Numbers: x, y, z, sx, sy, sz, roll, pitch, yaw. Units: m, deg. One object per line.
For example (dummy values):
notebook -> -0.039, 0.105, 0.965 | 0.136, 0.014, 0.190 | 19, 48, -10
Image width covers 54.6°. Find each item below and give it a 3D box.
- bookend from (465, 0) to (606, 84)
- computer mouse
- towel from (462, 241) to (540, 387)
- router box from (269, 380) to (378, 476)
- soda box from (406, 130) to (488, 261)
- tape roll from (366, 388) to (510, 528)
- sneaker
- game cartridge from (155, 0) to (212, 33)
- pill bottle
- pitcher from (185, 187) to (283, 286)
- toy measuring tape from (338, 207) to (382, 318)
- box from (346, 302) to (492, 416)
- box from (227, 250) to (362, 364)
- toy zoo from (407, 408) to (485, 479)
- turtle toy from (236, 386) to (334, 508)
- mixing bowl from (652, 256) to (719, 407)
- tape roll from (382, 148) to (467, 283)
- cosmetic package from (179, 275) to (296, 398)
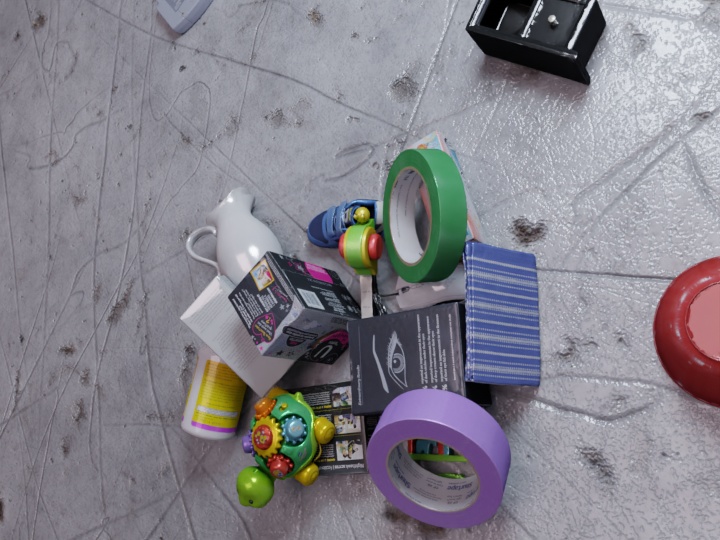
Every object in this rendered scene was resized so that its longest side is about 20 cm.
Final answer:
bookend -> 0.299, -0.422, 1.081 | 0.198, 0.092, 0.202 | 29, 96, 32
computer mouse -> 0.089, 0.028, 1.149 | 0.197, 0.044, 0.112 | -13, 72, 30
towel -> 0.206, 0.064, 1.017 | 0.024, 0.143, 0.204 | -16, 69, 56
router box -> -0.063, 0.271, 1.190 | 0.197, 0.051, 0.152 | -12, 75, 30
soda box -> 0.140, -0.119, 1.132 | 0.063, 0.068, 0.203 | -25, 68, 25
tape roll -> 0.110, 0.268, 0.987 | 0.196, 0.066, 0.203 | 11, 124, 17
sneaker -> -0.021, -0.087, 1.221 | 0.197, 0.082, 0.076 | -9, 77, 32
game cartridge -> -0.385, -0.651, 1.601 | 0.200, 0.040, 0.134 | -48, 56, 15
pill bottle -> -0.262, 0.205, 1.300 | 0.103, 0.104, 0.204 | 11, 86, 33
pitcher -> -0.240, -0.035, 1.323 | 0.170, 0.121, 0.202 | -35, 56, 6
toy measuring tape -> 0.000, 0.000, 1.131 | 0.072, 0.073, 0.205 | 4, 98, 33
box -> 0.087, 0.141, 1.066 | 0.197, 0.104, 0.151 | -11, 74, 31
box -> -0.099, 0.070, 1.167 | 0.115, 0.199, 0.133 | -46, 60, 17
toy zoo -> 0.134, 0.233, 1.091 | 0.129, 0.020, 0.204 | -7, 76, 31
turtle toy -> -0.139, 0.293, 1.143 | 0.144, 0.100, 0.203 | 25, 96, 34
mixing bowl -> 0.460, 0.069, 0.866 | 0.197, 0.108, 0.205 | -8, 75, 31
tape roll -> 0.094, -0.083, 1.067 | 0.200, 0.047, 0.205 | 177, 90, -69
cosmetic package -> -0.206, 0.113, 1.222 | 0.200, 0.071, 0.102 | 44, 90, 1
